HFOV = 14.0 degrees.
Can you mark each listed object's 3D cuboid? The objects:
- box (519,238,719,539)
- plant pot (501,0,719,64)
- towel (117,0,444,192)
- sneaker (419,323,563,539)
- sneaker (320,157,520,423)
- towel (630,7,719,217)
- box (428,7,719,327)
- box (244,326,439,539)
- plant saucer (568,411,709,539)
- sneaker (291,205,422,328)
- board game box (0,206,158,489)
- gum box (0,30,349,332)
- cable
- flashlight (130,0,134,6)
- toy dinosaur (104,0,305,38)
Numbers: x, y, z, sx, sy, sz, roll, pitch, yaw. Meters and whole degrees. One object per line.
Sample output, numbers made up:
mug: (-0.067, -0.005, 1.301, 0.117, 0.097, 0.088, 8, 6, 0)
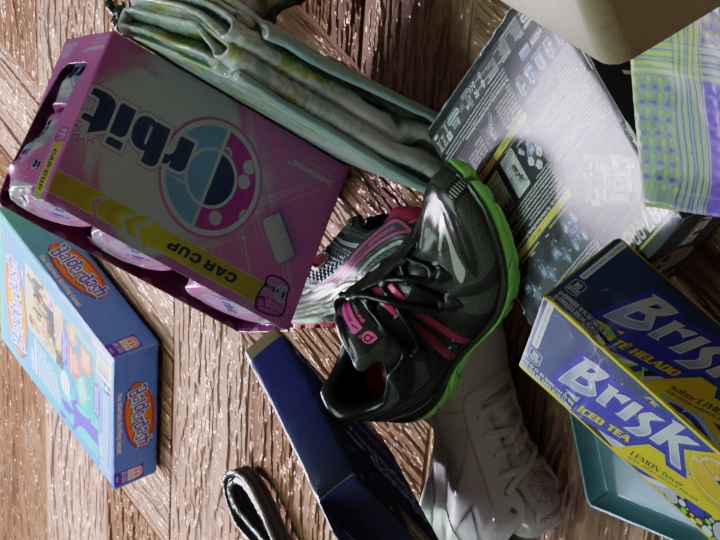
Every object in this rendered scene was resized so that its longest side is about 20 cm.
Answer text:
box: (0.179, 0.079, 1.527, 0.200, 0.064, 0.070, 42, 147, 18)
plant pot: (0.115, -0.218, 1.354, 0.200, 0.199, 0.178, 38, 153, 47)
towel: (-0.037, -0.111, 1.757, 0.048, 0.200, 0.171, -61, 33, -1)
sneaker: (0.086, 0.106, 1.800, 0.099, 0.075, 0.201, 20, 129, 34)
sneaker: (0.031, 0.022, 1.682, 0.077, 0.083, 0.201, 50, 138, 31)
towel: (0.201, -0.084, 1.412, 0.199, 0.023, 0.144, 15, 120, 46)
box: (0.118, -0.060, 1.612, 0.162, 0.049, 0.200, 63, 154, 16)
box: (0.000, 0.128, 1.760, 0.121, 0.032, 0.200, 48, -172, -35)
plant saucer: (0.184, 0.123, 1.656, 0.200, 0.019, 0.070, 20, 126, 59)
sneaker: (0.000, 0.000, 1.869, 0.200, 0.080, 0.075, -3, 88, 58)
board game box: (-0.231, 0.057, 2.391, 0.200, 0.045, 0.153, 49, 148, 35)
gum box: (-0.117, -0.055, 1.803, 0.066, 0.199, 0.114, -3, 62, 57)
cable: (-0.057, 0.238, 2.177, 0.201, 0.050, 0.097, 64, 153, 7)
flashlight: (-0.083, -0.121, 1.947, 0.068, 0.068, 0.201, -34, 70, 27)
toy dinosaur: (-0.108, -0.157, 1.862, 0.200, 0.088, 0.048, -29, 63, 37)
